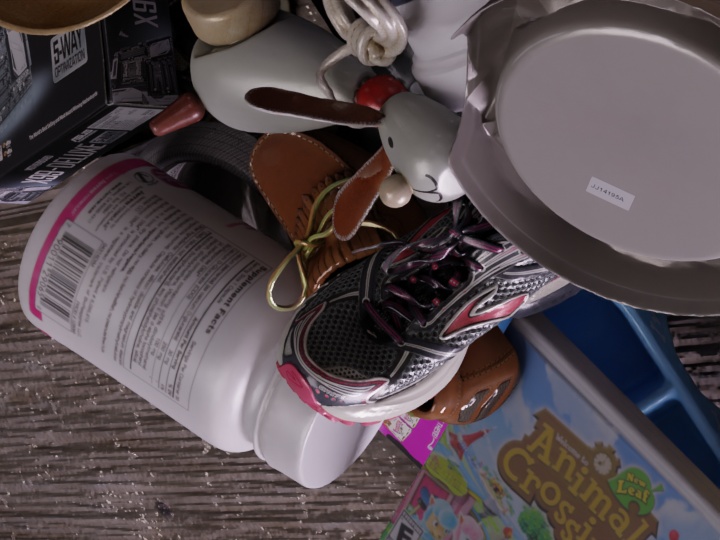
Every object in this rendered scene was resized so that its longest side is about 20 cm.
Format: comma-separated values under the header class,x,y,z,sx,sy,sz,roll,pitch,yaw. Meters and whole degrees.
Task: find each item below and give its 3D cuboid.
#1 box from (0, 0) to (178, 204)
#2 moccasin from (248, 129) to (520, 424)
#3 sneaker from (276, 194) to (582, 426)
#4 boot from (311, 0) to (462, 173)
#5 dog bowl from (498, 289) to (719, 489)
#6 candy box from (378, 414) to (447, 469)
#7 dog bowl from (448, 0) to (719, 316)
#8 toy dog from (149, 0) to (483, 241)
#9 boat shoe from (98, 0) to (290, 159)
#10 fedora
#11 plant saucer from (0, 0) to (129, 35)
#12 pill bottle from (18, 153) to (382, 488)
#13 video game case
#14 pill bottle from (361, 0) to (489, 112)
class,x,y,z,sx,sy,sz,roll,pitch,yaw
box,-0.180,-0.141,1.495,0.200,0.049,0.159,-24,69,54
moccasin,-0.001,0.001,1.334,0.074,0.077,0.202,-51,60,35
sneaker,0.042,0.000,1.255,0.081,0.199,0.075,48,157,17
boot,-0.015,-0.142,1.370,0.164,0.066,0.201,-25,105,47
dog bowl,0.137,0.081,1.362,0.111,0.050,0.201,-34,86,15
candy box,0.091,0.085,1.467,0.200,0.061,0.137,44,143,8
dog bowl,0.134,-0.069,1.158,0.199,0.059,0.201,18,142,15
toy dog,-0.035,-0.078,1.274,0.132,0.096,0.200,52,166,-26
boat shoe,-0.104,-0.118,1.487,0.072,0.065,0.200,49,144,0
fedora,-0.057,-0.006,1.516,0.176,0.090,0.201,14,123,36
plant saucer,-0.151,-0.224,1.393,0.199,0.035,0.202,-6,80,32
pill bottle,-0.081,0.029,1.409,0.199,0.113,0.114,32,141,22
video game case,0.109,0.152,1.321,0.200,0.022,0.183,46,124,26
pill bottle,0.031,-0.186,1.239,0.115,0.116,0.201,-9,116,50
